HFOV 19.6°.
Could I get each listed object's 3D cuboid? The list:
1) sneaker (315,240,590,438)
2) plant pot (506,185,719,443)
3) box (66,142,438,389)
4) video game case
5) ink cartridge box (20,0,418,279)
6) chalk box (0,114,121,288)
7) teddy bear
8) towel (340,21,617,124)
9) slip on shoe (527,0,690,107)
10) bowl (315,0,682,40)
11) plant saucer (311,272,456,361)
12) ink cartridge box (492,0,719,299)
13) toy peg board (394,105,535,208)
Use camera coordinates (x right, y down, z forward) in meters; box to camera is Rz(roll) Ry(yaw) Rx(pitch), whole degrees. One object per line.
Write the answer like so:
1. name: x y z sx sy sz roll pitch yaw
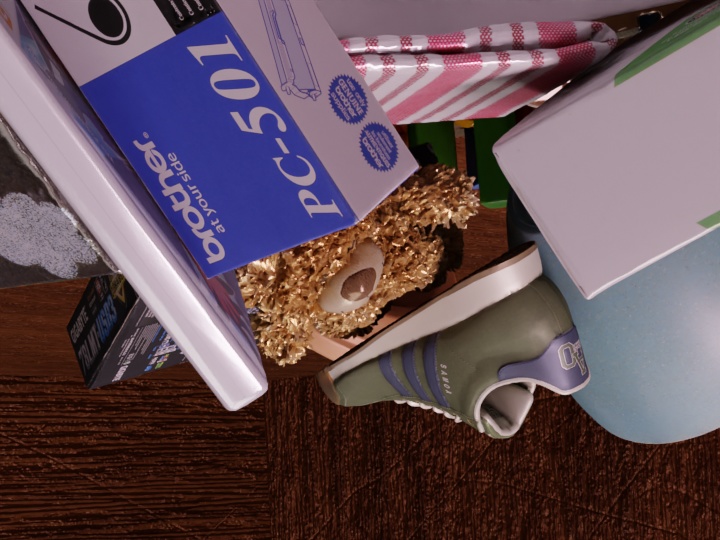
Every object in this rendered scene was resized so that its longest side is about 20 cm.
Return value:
1. sneaker: 0.053 0.060 1.178 0.067 0.090 0.200 -31 179 -40
2. plant pot: 0.160 -0.022 1.184 0.135 0.200 0.200 39 149 -29
3. box: -0.064 0.001 1.253 0.198 0.050 0.200 -17 167 -20
4. video game case: -0.108 -0.061 0.845 0.023 0.200 0.182 -31 -150 5
5. ink cartridge box: -0.071 -0.099 0.764 0.094 0.200 0.044 -19 -161 47
6. chalk box: -0.207 -0.071 1.030 0.200 0.124 0.125 -6 138 29
7. teddy bear: 0.000 0.000 1.113 0.145 0.067 0.200 -23 164 -5
8. towel: 0.003 -0.091 0.962 0.200 0.030 0.146 -5 176 -16
9. slip on shoe: 0.172 -0.135 1.153 0.200 0.076 0.061 -11 -147 -2
10. bowl: 0.051 -0.153 0.869 0.199 0.075 0.200 -8 171 34
11. plant saucer: -0.009 -0.009 1.447 0.200 0.200 0.037 3 132 -43
12. ink cartridge box: 0.168 -0.082 0.979 0.145 0.088 0.200 -31 -174 28
13. toy peg board: 0.045 -0.075 1.390 0.200 0.098 0.199 -6 172 20
